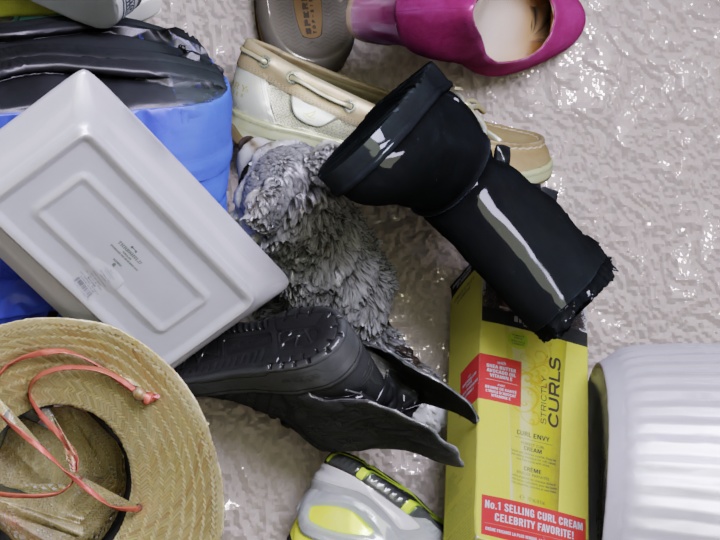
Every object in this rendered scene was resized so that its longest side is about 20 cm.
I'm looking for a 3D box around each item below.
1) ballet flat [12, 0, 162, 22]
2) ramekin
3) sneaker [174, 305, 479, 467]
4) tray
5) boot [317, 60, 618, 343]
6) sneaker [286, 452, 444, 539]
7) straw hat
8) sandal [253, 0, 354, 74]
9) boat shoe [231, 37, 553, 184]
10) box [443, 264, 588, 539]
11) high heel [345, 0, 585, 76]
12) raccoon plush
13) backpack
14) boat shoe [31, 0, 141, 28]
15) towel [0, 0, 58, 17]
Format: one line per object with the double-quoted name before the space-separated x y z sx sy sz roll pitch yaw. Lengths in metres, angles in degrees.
"ballet flat" -0.139 -0.190 1.407 0.070 0.067 0.200 21 71 22
"ramekin" 0.181 0.134 1.345 0.105 0.200 0.201 5 77 -1
"sneaker" -0.038 0.068 1.352 0.104 0.200 0.060 48 53 -39
"tray" -0.129 -0.013 1.260 0.107 0.200 0.022 -35 42 8
"boot" 0.063 -0.029 1.298 0.073 0.198 0.163 -39 94 17
"sneaker" 0.046 0.189 1.374 0.200 0.075 0.076 36 91 3
"straw hat" -0.170 0.117 1.326 0.201 0.085 0.201 -1 100 -7
"sandal" -0.044 -0.217 1.445 0.082 0.055 0.200 -6 79 -13
"boat shoe" 0.021 -0.092 1.416 0.200 0.073 0.063 10 106 -3
"box" 0.091 0.086 1.370 0.075 0.050 0.200 16 53 -15
"high heel" 0.091 -0.151 1.401 0.200 0.096 0.067 3 92 -46
"raccoon plush" 0.000 0.000 1.364 0.200 0.134 0.097 35 73 -2
"backpack" -0.174 -0.059 1.329 0.200 0.163 0.168 -9 120 -17
"boat shoe" -0.194 -0.200 1.338 0.200 0.071 0.064 29 52 21
"towel" -0.253 -0.186 1.381 0.200 0.018 0.086 -1 80 9
